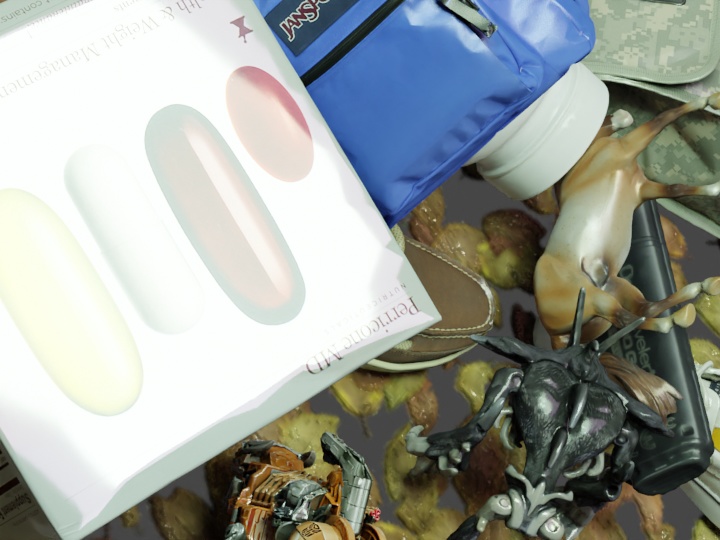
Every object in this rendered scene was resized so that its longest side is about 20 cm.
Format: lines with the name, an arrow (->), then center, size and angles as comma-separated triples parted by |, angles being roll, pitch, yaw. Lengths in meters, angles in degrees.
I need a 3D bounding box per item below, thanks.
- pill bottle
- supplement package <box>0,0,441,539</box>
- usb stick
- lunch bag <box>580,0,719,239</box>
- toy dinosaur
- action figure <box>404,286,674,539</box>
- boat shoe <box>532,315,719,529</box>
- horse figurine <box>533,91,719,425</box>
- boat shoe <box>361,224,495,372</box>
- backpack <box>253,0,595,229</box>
pill bottle -> 0.038, -0.130, 1.082 | 0.200, 0.112, 0.113 | 37, 48, -20
supplement package -> -0.113, -0.006, 0.827 | 0.191, 0.147, 0.200 | -31, 89, -26
usb stick -> 0.154, 0.031, 1.080 | 0.033, 0.055, 0.200 | 38, 34, -41
lunch bag -> 0.205, -0.138, 1.230 | 0.200, 0.118, 0.164 | 27, 52, -20
toy dinosaur -> -0.026, 0.147, 0.857 | 0.102, 0.136, 0.200 | 24, 10, -11
action figure -> 0.079, 0.109, 0.994 | 0.119, 0.102, 0.200 | 29, 72, -12
boat shoe -> 0.190, 0.079, 1.127 | 0.200, 0.070, 0.071 | 43, 46, -10
horse figurine -> 0.140, -0.014, 1.058 | 0.050, 0.132, 0.200 | 31, 61, -39
boat shoe -> 0.001, 0.006, 1.003 | 0.202, 0.075, 0.075 | 8, 63, -38
backpack -> -0.003, -0.139, 0.920 | 0.200, 0.162, 0.168 | 47, 12, -8
